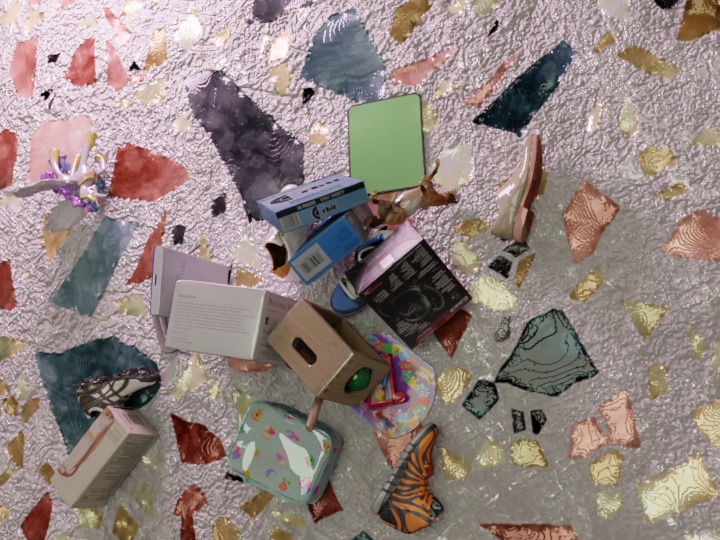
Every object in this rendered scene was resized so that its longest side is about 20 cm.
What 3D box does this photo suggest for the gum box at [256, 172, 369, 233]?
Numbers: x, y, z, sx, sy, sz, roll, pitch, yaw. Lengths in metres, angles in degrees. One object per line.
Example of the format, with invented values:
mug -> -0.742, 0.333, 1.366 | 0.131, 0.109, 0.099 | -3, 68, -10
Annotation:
gum box -> -0.093, -0.129, 1.494 | 0.170, 0.200, 0.045 | -21, 107, -12

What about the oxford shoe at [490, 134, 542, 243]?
oxford shoe -> 0.283, -0.153, 1.451 | 0.074, 0.071, 0.200 | 11, 83, 26

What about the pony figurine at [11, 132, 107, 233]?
pony figurine -> -0.658, -0.195, 1.802 | 0.193, 0.167, 0.200 | -19, 57, 9

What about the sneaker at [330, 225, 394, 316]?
sneaker -> 0.000, 0.000, 1.487 | 0.200, 0.146, 0.081 | -40, 68, 9

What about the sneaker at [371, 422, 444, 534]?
sneaker -> 0.112, 0.374, 1.411 | 0.112, 0.078, 0.200 | 31, 102, 20

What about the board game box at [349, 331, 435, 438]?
board game box -> 0.040, 0.209, 1.484 | 0.200, 0.039, 0.158 | 37, 94, 24

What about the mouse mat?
mouse mat -> 0.050, -0.251, 1.597 | 0.161, 0.008, 0.200 | -7, 75, 20

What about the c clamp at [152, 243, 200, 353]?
c clamp -> -0.381, 0.065, 1.666 | 0.171, 0.027, 0.200 | -34, 56, 24

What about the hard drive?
hard drive -> -0.336, 0.036, 1.582 | 0.025, 0.200, 0.132 | -6, 77, 28

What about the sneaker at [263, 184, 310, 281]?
sneaker -> -0.149, -0.082, 1.592 | 0.073, 0.085, 0.200 | -15, 72, 38

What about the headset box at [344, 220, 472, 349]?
headset box -> 0.093, 0.034, 1.424 | 0.149, 0.200, 0.077 | -41, 37, 4

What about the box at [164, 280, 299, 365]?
box -> -0.227, 0.104, 1.525 | 0.200, 0.199, 0.131 | 5, 82, 24

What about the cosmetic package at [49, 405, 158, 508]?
cosmetic package -> -0.525, 0.383, 1.639 | 0.087, 0.103, 0.200 | 40, 93, 25

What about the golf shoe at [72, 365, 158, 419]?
golf shoe -> -0.505, 0.259, 1.682 | 0.200, 0.078, 0.095 | -13, 92, 20

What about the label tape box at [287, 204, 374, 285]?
label tape box -> -0.044, -0.067, 1.510 | 0.144, 0.200, 0.063 | -37, 99, 21

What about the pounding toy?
pounding toy -> -0.061, 0.175, 1.419 | 0.142, 0.184, 0.200 | -50, 59, 6

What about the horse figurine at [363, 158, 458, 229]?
horse figurine -> 0.086, -0.127, 1.459 | 0.200, 0.133, 0.050 | -29, 67, -7

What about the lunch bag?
lunch bag -> -0.147, 0.345, 1.511 | 0.200, 0.077, 0.161 | 20, 88, 24
